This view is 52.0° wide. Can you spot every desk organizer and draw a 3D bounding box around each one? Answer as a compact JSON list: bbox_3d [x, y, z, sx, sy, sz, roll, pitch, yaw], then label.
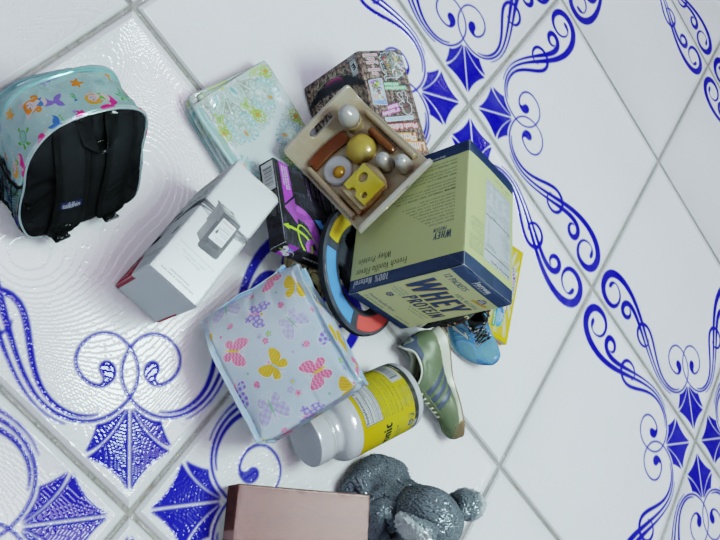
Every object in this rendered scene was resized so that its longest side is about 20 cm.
[{"bbox_3d":[-0.088,0.348,1.034,0.198,0.072,0.078,11,69,-20],"label":"desk organizer"}]

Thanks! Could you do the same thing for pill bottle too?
[{"bbox_3d":[-0.007,0.223,1.131,0.199,0.111,0.113,-17,90,-38],"label":"pill bottle"}]

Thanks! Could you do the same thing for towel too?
[{"bbox_3d":[-0.159,-0.211,1.153,0.171,0.048,0.201,-39,104,-36],"label":"towel"}]

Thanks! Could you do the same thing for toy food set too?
[{"bbox_3d":[-0.008,-0.165,1.076,0.143,0.200,0.060,-44,150,3],"label":"toy food set"}]

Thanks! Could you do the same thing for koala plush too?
[{"bbox_3d":[0.074,0.368,1.104,0.176,0.199,0.186,-6,83,-38],"label":"koala plush"}]

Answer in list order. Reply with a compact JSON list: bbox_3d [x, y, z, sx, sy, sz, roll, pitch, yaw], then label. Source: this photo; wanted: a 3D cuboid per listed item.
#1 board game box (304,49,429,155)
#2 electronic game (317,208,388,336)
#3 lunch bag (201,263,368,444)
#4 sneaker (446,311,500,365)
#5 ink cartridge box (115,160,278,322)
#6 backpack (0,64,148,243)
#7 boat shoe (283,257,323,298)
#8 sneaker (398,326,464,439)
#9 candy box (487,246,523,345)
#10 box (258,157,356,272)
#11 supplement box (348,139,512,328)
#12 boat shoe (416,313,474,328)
[{"bbox_3d":[0.010,-0.236,1.219,0.096,0.159,0.202,-15,89,-38],"label":"board game box"},{"bbox_3d":[0.000,0.000,1.128,0.199,0.041,0.203,19,66,-52],"label":"electronic game"},{"bbox_3d":[-0.107,0.112,1.027,0.169,0.127,0.201,-32,78,0],"label":"lunch bag"},{"bbox_3d":[0.194,0.100,1.311,0.078,0.090,0.201,-42,115,-12],"label":"sneaker"},{"bbox_3d":[-0.220,-0.038,1.003,0.083,0.145,0.201,44,57,-18],"label":"ink cartridge box"},{"bbox_3d":[-0.353,-0.156,0.895,0.177,0.200,0.151,-28,77,-37],"label":"backpack"},{"bbox_3d":[-0.080,0.018,1.150,0.071,0.064,0.202,20,68,-33],"label":"boat shoe"},{"bbox_3d":[0.116,0.200,1.269,0.089,0.067,0.203,-14,98,-18],"label":"sneaker"},{"bbox_3d":[0.262,0.033,1.438,0.102,0.026,0.202,30,63,-31],"label":"candy box"},{"bbox_3d":[-0.071,-0.073,1.136,0.199,0.036,0.144,24,48,-52],"label":"box"},{"bbox_3d":[0.107,-0.046,1.082,0.134,0.198,0.202,34,52,-42],"label":"supplement box"},{"bbox_3d":[0.139,0.064,1.212,0.062,0.201,0.074,22,74,-6],"label":"boat shoe"}]
